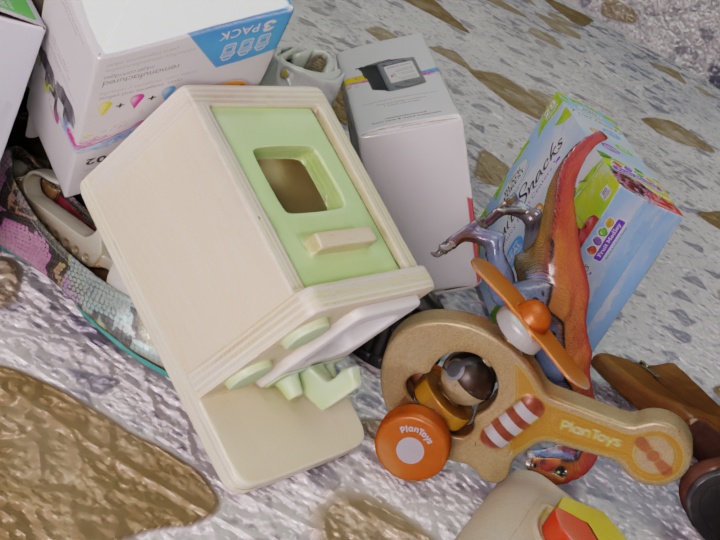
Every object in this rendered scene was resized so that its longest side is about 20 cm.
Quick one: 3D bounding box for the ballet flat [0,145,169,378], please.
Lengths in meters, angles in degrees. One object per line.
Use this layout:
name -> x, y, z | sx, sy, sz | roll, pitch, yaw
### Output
ballet flat -> -0.159, -0.011, 0.800 | 0.199, 0.072, 0.069 | 35, 23, 17

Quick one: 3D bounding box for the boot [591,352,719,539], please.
boot -> 0.247, 0.118, 0.984 | 0.187, 0.069, 0.200 | 6, 30, -40

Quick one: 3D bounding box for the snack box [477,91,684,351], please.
snack box -> 0.166, -0.031, 1.076 | 0.067, 0.170, 0.200 | 23, 22, -17

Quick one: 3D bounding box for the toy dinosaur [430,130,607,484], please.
toy dinosaur -> 0.123, 0.044, 0.866 | 0.182, 0.200, 0.105 | 54, 41, 4

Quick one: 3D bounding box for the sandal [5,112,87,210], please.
sandal -> -0.161, -0.044, 0.867 | 0.199, 0.082, 0.054 | 29, 23, 22

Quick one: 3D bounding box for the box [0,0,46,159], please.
box -> -0.275, -0.118, 0.762 | 0.096, 0.178, 0.200 | 10, 27, -34

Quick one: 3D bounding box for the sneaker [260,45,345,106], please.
sneaker -> -0.041, -0.119, 1.061 | 0.073, 0.116, 0.200 | 28, 6, 10

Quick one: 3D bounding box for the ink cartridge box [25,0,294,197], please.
ink cartridge box -> -0.123, -0.110, 0.753 | 0.114, 0.200, 0.068 | -19, 75, -25

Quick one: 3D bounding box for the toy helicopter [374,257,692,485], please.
toy helicopter -> 0.110, 0.076, 0.804 | 0.198, 0.133, 0.079 | 17, 22, 5

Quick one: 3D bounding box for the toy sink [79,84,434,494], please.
toy sink -> -0.045, 0.004, 0.747 | 0.130, 0.112, 0.201 | -9, 68, -55

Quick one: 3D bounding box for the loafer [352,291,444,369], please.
loafer -> 0.000, 0.000, 0.948 | 0.071, 0.073, 0.200 | -5, 39, -49

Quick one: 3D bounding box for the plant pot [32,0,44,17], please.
plant pot -> -0.165, -0.212, 0.844 | 0.199, 0.202, 0.175 | 21, 9, -15

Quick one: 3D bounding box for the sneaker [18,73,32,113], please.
sneaker -> -0.191, -0.095, 0.939 | 0.199, 0.079, 0.090 | 30, 15, -1

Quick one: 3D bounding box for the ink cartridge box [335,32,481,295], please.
ink cartridge box -> 0.038, -0.089, 1.069 | 0.085, 0.149, 0.200 | -12, 27, -1

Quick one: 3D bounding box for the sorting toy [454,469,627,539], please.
sorting toy -> 0.146, 0.196, 0.745 | 0.199, 0.037, 0.185 | 33, 23, 12
